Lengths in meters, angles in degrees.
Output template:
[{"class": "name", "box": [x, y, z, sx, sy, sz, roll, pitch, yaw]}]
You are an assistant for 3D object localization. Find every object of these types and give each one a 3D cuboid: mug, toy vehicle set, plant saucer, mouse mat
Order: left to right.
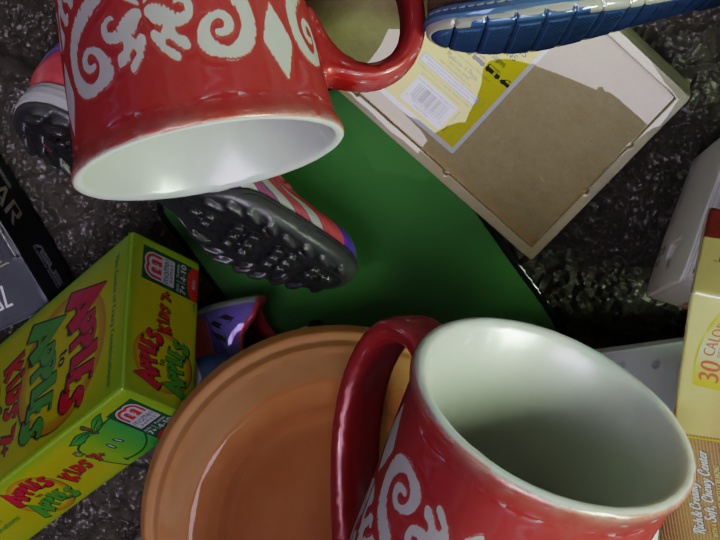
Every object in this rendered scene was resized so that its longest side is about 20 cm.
[{"class": "mug", "box": [-0.076, -0.149, 0.987, 0.133, 0.177, 0.202, -23, 76, 47]}, {"class": "plant saucer", "box": [-0.012, 0.130, 1.026, 0.198, 0.037, 0.202, -1, 97, -10]}, {"class": "mouse mat", "box": [0.000, 0.000, 1.126, 0.160, 0.008, 0.201, -30, 107, 21]}, {"class": "mug", "box": [0.050, 0.130, 0.937, 0.132, 0.178, 0.201, 15, 119, -14]}, {"class": "toy vehicle set", "box": [0.058, -0.115, 1.048, 0.200, 0.027, 0.124, 41, 111, -9]}]

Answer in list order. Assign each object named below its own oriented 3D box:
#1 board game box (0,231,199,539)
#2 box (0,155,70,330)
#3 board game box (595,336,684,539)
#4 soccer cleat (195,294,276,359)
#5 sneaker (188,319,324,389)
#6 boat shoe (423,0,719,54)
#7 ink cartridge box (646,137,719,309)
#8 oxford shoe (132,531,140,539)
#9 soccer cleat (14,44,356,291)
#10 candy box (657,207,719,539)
[{"class": "board game box", "box": [-0.167, 0.075, 1.108, 0.047, 0.102, 0.200, 26, 135, -31]}, {"class": "box", "box": [-0.289, -0.017, 1.151, 0.199, 0.044, 0.161, -24, 108, 19]}, {"class": "board game box", "box": [0.140, 0.129, 1.112, 0.198, 0.026, 0.201, -7, 114, -10]}, {"class": "soccer cleat", "box": [-0.035, 0.103, 1.142, 0.073, 0.068, 0.201, -27, 105, 29]}, {"class": "sneaker", "box": [0.004, 0.109, 1.078, 0.115, 0.081, 0.200, -30, 101, 3]}, {"class": "boat shoe", "box": [0.122, -0.157, 0.987, 0.198, 0.072, 0.073, -12, 84, -9]}, {"class": "ink cartridge box", "box": [0.254, 0.002, 0.993, 0.199, 0.147, 0.083, 18, 86, 2]}, {"class": "oxford shoe", "box": [-0.090, 0.243, 1.224, 0.058, 0.075, 0.201, -8, 116, 53]}, {"class": "soccer cleat", "box": [-0.083, -0.059, 1.072, 0.199, 0.074, 0.068, 28, 149, -9]}, {"class": "candy box", "box": [0.204, 0.065, 0.930, 0.115, 0.056, 0.201, 11, 141, 12]}]
